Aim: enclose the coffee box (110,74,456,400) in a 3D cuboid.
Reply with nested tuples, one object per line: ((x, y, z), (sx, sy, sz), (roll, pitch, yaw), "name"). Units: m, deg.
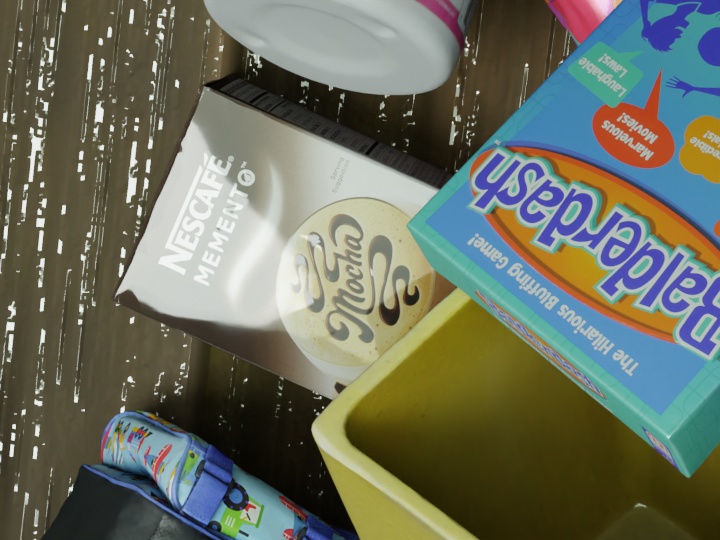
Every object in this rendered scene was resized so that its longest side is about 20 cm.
((0.000, 0.000, 1.225), (0.200, 0.080, 0.113), (23, 100, 1), "coffee box")

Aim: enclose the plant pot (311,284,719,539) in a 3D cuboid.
((0.121, 0.112, 1.125), (0.195, 0.200, 0.194), (36, 64, 28), "plant pot")

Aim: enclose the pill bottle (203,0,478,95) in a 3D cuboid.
((0.014, -0.187, 1.128), (0.113, 0.113, 0.200), (18, 74, 2), "pill bottle")

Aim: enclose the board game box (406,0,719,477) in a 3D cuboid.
((0.141, -0.039, 1.054), (0.200, 0.045, 0.152), (-47, 59, -7), "board game box")

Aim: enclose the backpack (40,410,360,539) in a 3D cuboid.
((-0.050, 0.172, 1.209), (0.200, 0.183, 0.135), (33, 82, -14), "backpack")

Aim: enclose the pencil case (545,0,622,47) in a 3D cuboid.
((0.132, -0.118, 1.196), (0.088, 0.088, 0.200), (-36, 92, 9), "pencil case")
